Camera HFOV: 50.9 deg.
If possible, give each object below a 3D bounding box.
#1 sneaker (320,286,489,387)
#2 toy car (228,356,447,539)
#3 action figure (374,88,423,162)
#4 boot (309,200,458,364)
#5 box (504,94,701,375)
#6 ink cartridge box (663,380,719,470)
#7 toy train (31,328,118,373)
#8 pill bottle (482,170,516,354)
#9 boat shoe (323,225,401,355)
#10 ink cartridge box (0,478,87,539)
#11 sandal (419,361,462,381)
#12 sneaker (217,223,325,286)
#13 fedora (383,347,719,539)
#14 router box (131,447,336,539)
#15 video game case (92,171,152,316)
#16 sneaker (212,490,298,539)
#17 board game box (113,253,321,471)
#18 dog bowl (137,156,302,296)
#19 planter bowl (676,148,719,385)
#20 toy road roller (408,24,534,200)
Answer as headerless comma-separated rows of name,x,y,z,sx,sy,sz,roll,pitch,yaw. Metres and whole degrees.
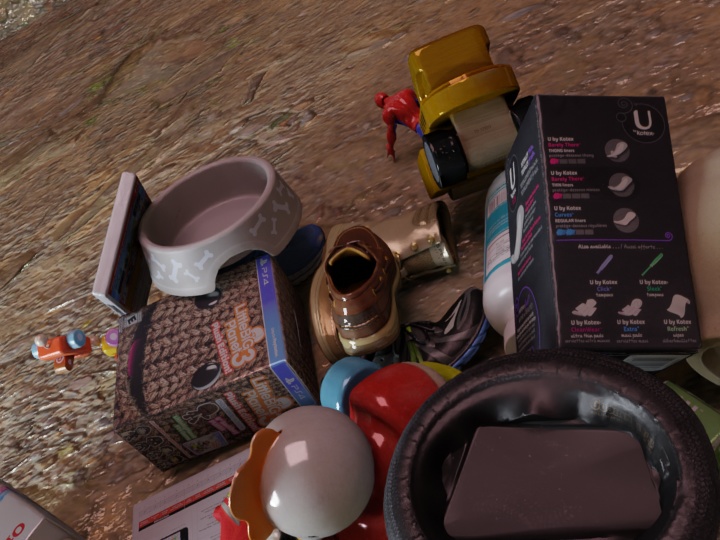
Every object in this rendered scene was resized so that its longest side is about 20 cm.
sneaker,0.046,0.079,0.747,0.199,0.083,0.071,-36,7,-3
toy car,-0.017,0.168,0.583,0.199,0.179,0.184,-3,11,-37
action figure,0.096,-0.170,0.997,0.200,0.099,0.065,38,72,26
boot,0.030,0.008,0.850,0.154,0.073,0.201,-13,39,22
box,0.181,-0.021,0.597,0.105,0.122,0.202,0,72,-2
ink cartridge box,0.220,0.152,0.546,0.200,0.104,0.059,-42,41,-9
toy train,-0.299,0.094,0.951,0.198,0.150,0.056,-15,79,15
pill bottle,0.174,-0.005,0.731,0.110,0.111,0.201,-12,45,24
boat shoe,0.000,0.000,0.752,0.071,0.068,0.201,-18,28,7
ink cartridge box,-0.361,0.306,0.756,0.199,0.145,0.146,11,56,41
sandal,0.104,0.168,0.647,0.200,0.079,0.088,46,119,43
sneaker,-0.131,-0.019,0.945,0.199,0.090,0.078,-25,33,-27
fedora,0.117,0.145,0.468,0.199,0.092,0.202,-19,43,18
router box,-0.121,0.266,0.708,0.199,0.049,0.180,-27,40,9
video game case,-0.277,-0.019,0.923,0.017,0.200,0.144,10,76,-3
sneaker,-0.076,0.252,0.609,0.085,0.077,0.200,-41,33,7
board game box,-0.160,0.100,0.842,0.198,0.097,0.160,-23,46,7
dog bowl,-0.170,-0.060,0.888,0.198,0.059,0.201,-15,38,12
planter bowl,0.316,0.019,0.557,0.199,0.200,0.136,8,66,39
toy road roller,0.114,-0.167,0.811,0.122,0.147,0.200,-20,-5,2
